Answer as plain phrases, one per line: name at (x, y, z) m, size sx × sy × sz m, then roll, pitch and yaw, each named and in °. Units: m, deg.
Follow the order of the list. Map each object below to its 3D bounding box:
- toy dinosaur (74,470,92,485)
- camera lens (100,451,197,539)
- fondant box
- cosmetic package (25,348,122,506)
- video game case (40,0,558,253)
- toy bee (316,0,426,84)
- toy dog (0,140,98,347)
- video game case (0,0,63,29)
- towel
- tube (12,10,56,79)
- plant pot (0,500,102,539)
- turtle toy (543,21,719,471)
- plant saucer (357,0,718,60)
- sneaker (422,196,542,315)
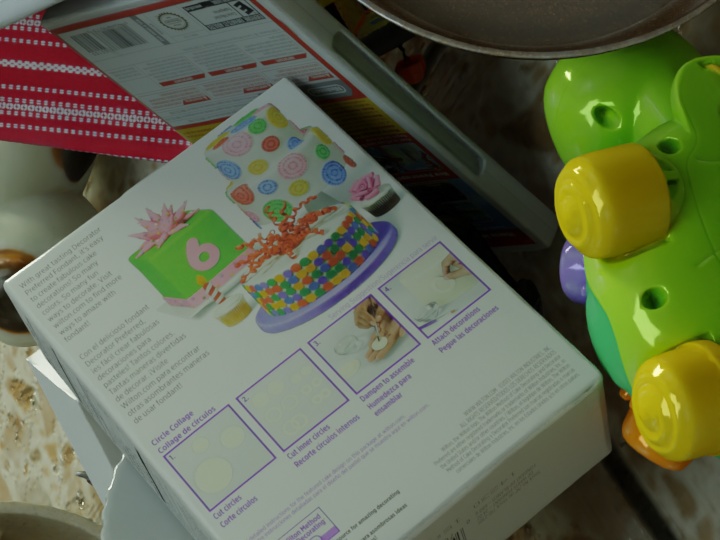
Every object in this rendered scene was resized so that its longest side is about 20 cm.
toy dinosaur at (-0.067, 0.048, 1.009) m, size 0.181 × 0.105 × 0.200 m, roll -29°, pitch 106°, yaw 43°
camera lens at (-0.020, 0.151, 0.843) m, size 0.160 × 0.160 × 0.200 m, roll 49°, pitch 162°, yaw 33°
fondant box at (-0.022, 0.036, 0.760) m, size 0.200 × 0.144 × 0.058 m, roll 45°, pitch 165°, yaw 31°
cosmetic package at (-0.080, 0.096, 0.934) m, size 0.051 × 0.082 × 0.201 m, roll 29°, pitch 149°, yaw 42°
video game case at (-0.026, -0.064, 0.860) m, size 0.143 × 0.200 × 0.018 m, roll -4°, pitch 56°, yaw 48°
toy bee at (0.007, -0.132, 0.882) m, size 0.130 × 0.200 × 0.109 m, roll -27°, pitch 100°, yaw 10°
toy dog at (-0.185, -0.059, 1.093) m, size 0.193 × 0.140 × 0.201 m, roll -3°, pitch 90°, yaw 12°
video game case at (-0.124, -0.142, 0.875) m, size 0.199 × 0.182 × 0.024 m, roll -20°, pitch 106°, yaw 19°
towel at (-0.120, -0.154, 0.995) m, size 0.022 × 0.144 × 0.201 m, roll -97°, pitch 15°, yaw -74°
tube at (-0.142, -0.202, 1.012) m, size 0.077 × 0.050 × 0.200 m, roll 36°, pitch 96°, yaw 6°
plant pot at (-0.212, 0.256, 1.116) m, size 0.184 × 0.200 × 0.201 m, roll -50°, pitch 58°, yaw 53°
turtle toy at (0.131, -0.010, 0.730) m, size 0.101 × 0.145 × 0.201 m, roll 124°, pitch 129°, yaw -62°
plant saucer at (0.063, -0.159, 0.760) m, size 0.032 × 0.199 × 0.201 m, roll 93°, pitch 152°, yaw -64°
sneaker at (0.000, 0.000, 0.869) m, size 0.200 × 0.071 × 0.098 m, roll 30°, pitch 141°, yaw 20°
